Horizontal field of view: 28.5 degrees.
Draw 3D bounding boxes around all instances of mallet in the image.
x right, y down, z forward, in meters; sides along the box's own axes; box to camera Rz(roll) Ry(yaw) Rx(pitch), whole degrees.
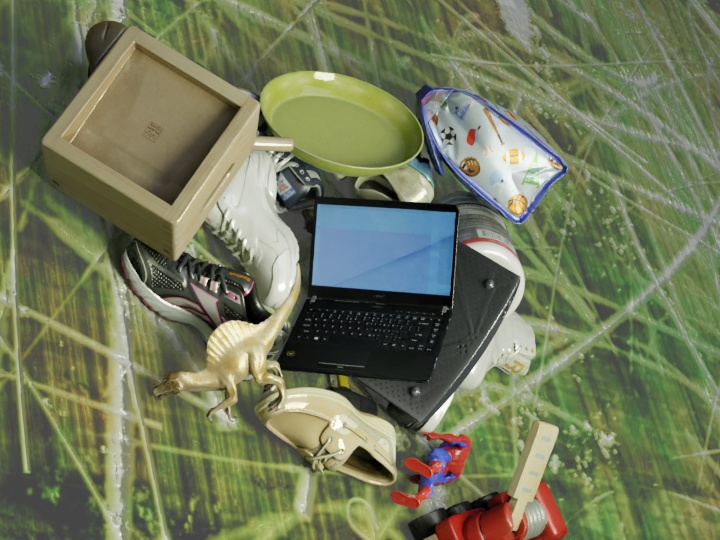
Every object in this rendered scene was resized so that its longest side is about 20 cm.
[{"bbox_3d":[-0.019,0.097,1.623,0.066,0.041,0.201,28,38,-31],"label":"mallet"}]

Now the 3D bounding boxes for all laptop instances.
[{"bbox_3d":[0.010,0.018,1.575,0.201,0.175,0.104,-66,155,-51],"label":"laptop"}]

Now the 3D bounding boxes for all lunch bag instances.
[{"bbox_3d":[0.150,-0.161,1.809,0.200,0.124,0.170,40,6,-6],"label":"lunch bag"}]

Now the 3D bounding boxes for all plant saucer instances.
[{"bbox_3d":[-0.025,-0.167,1.658,0.198,0.031,0.201,13,36,-9],"label":"plant saucer"}]

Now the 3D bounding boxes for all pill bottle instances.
[{"bbox_3d":[0.140,-0.020,1.816,0.116,0.116,0.200,41,16,-20],"label":"pill bottle"}]

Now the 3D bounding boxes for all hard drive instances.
[{"bbox_3d":[0.087,0.068,1.626,0.134,0.201,0.042,31,-7,32],"label":"hard drive"}]

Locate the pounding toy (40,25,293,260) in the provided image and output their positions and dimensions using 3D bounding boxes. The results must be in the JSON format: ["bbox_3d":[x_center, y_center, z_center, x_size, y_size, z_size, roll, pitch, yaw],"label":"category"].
[{"bbox_3d":[-0.187,-0.129,1.440,0.183,0.142,0.201,31,69,4],"label":"pounding toy"}]

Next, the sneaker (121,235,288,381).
[{"bbox_3d":[-0.152,0.020,1.472,0.200,0.086,0.081,41,34,-20],"label":"sneaker"}]

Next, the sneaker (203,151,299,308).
[{"bbox_3d":[-0.135,-0.046,1.578,0.099,0.078,0.201,1,57,-36],"label":"sneaker"}]

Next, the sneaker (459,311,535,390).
[{"bbox_3d":[0.178,0.105,1.829,0.115,0.074,0.201,41,34,-16],"label":"sneaker"}]

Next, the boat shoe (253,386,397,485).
[{"bbox_3d":[-0.030,0.180,1.505,0.199,0.072,0.065,29,40,-43],"label":"boat shoe"}]

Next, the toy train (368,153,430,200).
[{"bbox_3d":[0.051,-0.082,1.779,0.086,0.115,0.201,7,45,-1],"label":"toy train"}]

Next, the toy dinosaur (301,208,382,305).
[{"bbox_3d":[0.000,0.000,1.681,0.047,0.088,0.201,-11,69,-44],"label":"toy dinosaur"}]

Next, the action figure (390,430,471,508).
[{"bbox_3d":[0.086,0.220,1.617,0.051,0.066,0.200,20,10,20],"label":"action figure"}]

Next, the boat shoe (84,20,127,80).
[{"bbox_3d":[-0.253,-0.164,1.522,0.071,0.066,0.203,-12,82,-10],"label":"boat shoe"}]

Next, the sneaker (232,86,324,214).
[{"bbox_3d":[-0.117,-0.138,1.669,0.199,0.070,0.109,23,42,-43],"label":"sneaker"}]

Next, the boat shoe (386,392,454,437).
[{"bbox_3d":[0.096,0.097,1.675,0.060,0.076,0.201,32,66,-13],"label":"boat shoe"}]

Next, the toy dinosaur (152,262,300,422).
[{"bbox_3d":[-0.108,0.087,1.415,0.200,0.058,0.102,-38,116,-19],"label":"toy dinosaur"}]

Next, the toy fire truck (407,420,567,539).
[{"bbox_3d":[0.171,0.260,1.567,0.175,0.199,0.130,-2,63,-52],"label":"toy fire truck"}]

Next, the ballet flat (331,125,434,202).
[{"bbox_3d":[0.000,-0.126,1.702,0.199,0.068,0.062,32,65,31],"label":"ballet flat"}]
